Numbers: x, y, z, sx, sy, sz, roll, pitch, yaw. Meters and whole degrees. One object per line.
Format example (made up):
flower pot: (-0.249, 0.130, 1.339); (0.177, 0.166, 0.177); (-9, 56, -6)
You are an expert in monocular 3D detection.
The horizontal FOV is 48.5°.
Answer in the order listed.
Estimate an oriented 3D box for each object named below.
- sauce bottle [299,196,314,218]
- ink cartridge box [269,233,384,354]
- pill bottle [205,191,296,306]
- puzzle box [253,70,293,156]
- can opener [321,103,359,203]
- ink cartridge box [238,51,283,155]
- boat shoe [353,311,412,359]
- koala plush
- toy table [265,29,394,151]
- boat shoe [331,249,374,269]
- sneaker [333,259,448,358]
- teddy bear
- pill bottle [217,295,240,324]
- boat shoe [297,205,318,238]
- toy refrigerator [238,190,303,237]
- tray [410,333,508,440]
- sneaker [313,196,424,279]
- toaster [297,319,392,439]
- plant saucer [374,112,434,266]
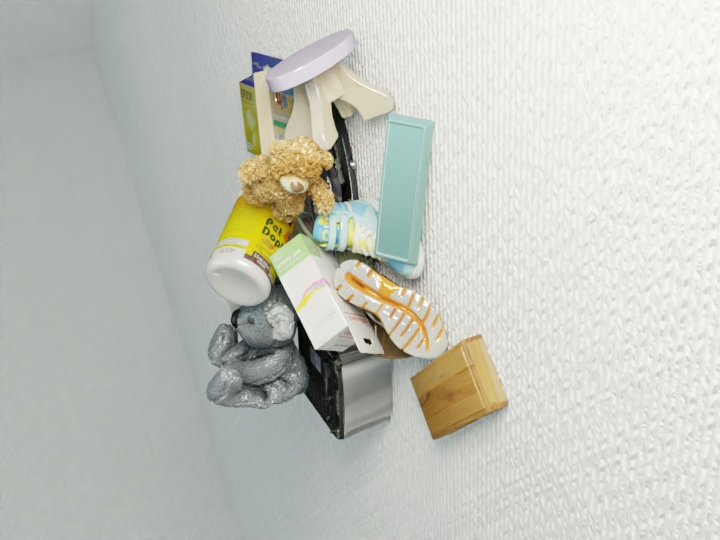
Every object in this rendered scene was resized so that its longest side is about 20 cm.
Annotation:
sauce bottle: (-0.102, -0.195, 1.379); (0.066, 0.064, 0.206); (151, 117, -66)
ink cartridge box: (-0.050, 0.054, 1.213); (0.203, 0.067, 0.117); (61, -166, 17)
pill bottle: (-0.166, -0.053, 1.274); (0.110, 0.107, 0.203); (109, 179, -52)
puzzle box: (-0.106, -0.229, 1.267); (0.025, 0.199, 0.137); (-6, 90, 22)
can opener: (-0.039, -0.196, 1.304); (0.079, 0.061, 0.206); (41, -137, -84)
ink cartridge box: (-0.192, -0.322, 1.595); (0.197, 0.046, 0.205); (35, 136, 58)
boat shoe: (0.020, 0.096, 1.281); (0.196, 0.064, 0.073); (12, 89, 33)
koala plush: (-0.157, 0.109, 1.353); (0.178, 0.179, 0.205); (-111, 34, -62)
toy table: (-0.052, -0.257, 1.148); (0.180, 0.201, 0.119); (-9, 118, 34)
boat shoe: (0.000, 0.000, 1.317); (0.061, 0.071, 0.204); (10, 127, 48)
sneaker: (0.051, 0.055, 1.184); (0.199, 0.079, 0.077); (40, -178, 14)
teddy bear: (-0.110, -0.120, 1.148); (0.145, 0.068, 0.198); (42, 150, -26)
pill bottle: (-0.170, 0.050, 1.532); (0.109, 0.196, 0.111); (45, 147, 42)
boat shoe: (-0.080, -0.125, 1.417); (0.205, 0.073, 0.075); (59, 140, 27)
toy refrigerator: (-0.152, -0.100, 1.481); (0.071, 0.074, 0.200); (66, -175, 20)
tray: (0.134, 0.171, 1.137); (0.101, 0.036, 0.200); (69, 157, 15)
sneaker: (0.003, -0.042, 1.192); (0.200, 0.127, 0.082); (44, 133, 51)
toaster: (-0.030, 0.176, 1.412); (0.200, 0.116, 0.185); (42, 141, 53)
plant saucer: (0.056, -0.108, 1.096); (0.068, 0.019, 0.205); (14, 112, 23)
